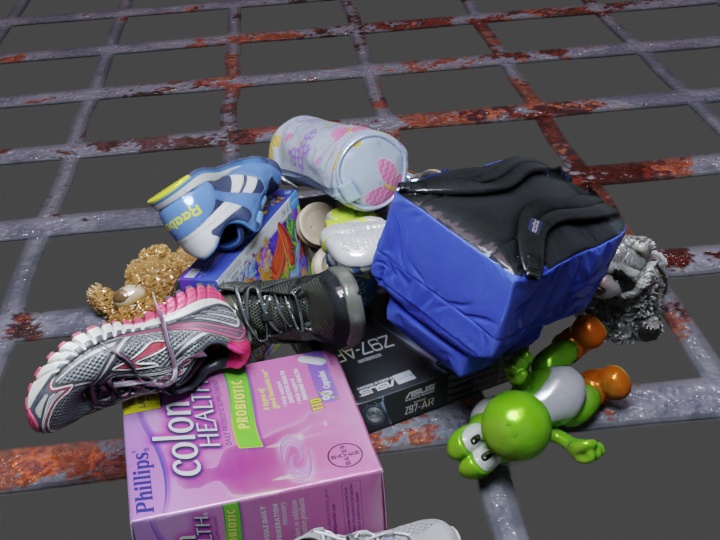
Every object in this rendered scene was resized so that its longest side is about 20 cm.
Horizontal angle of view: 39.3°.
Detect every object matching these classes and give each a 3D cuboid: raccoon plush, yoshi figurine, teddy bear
[{"bbox_3d":[0.284,-0.015,1.089,0.097,0.134,0.200,5,32,17],"label":"raccoon plush"},{"bbox_3d":[0.168,0.121,0.909,0.200,0.112,0.112,-31,47,-33],"label":"yoshi figurine"},{"bbox_3d":[-0.239,0.016,1.161,0.145,0.067,0.200,9,33,23],"label":"teddy bear"}]

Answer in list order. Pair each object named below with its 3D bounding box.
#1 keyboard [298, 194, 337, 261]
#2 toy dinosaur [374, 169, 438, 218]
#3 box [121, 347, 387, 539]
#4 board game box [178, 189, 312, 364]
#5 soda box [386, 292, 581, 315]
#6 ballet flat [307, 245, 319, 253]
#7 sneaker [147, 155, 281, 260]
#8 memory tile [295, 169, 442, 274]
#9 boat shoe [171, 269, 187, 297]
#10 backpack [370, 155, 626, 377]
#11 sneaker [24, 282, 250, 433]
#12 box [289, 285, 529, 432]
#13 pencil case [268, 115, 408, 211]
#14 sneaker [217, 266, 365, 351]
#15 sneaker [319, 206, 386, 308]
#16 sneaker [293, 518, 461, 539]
[{"bbox_3d":[-0.070,-0.040,1.228,0.200,0.021,0.127,-7,49,28],"label":"keyboard"},{"bbox_3d":[0.103,-0.065,1.125,0.181,0.105,0.200,33,23,20],"label":"toy dinosaur"},{"bbox_3d":[-0.095,0.168,0.863,0.200,0.097,0.176,-10,32,-10],"label":"box"},{"bbox_3d":[-0.113,0.017,1.077,0.045,0.135,0.200,2,31,21],"label":"board game box"},{"bbox_3d":[0.127,0.007,1.042,0.200,0.064,0.068,-3,36,-3],"label":"soda box"},{"bbox_3d":[0.029,-0.055,1.245,0.200,0.070,0.067,-17,70,20],"label":"ballet flat"},{"bbox_3d":[-0.135,-0.063,1.023,0.074,0.082,0.200,-32,0,29],"label":"sneaker"},{"bbox_3d":[0.036,-0.026,1.140,0.200,0.154,0.017,-18,-4,-21],"label":"memory tile"},{"bbox_3d":[-0.197,0.077,1.030,0.066,0.075,0.200,-5,53,3],"label":"boat shoe"},{"bbox_3d":[0.124,-0.011,0.914,0.200,0.168,0.162,-25,56,-41],"label":"backpack"},{"bbox_3d":[-0.187,0.080,0.854,0.200,0.081,0.075,-28,61,-26],"label":"sneaker"},{"bbox_3d":[0.046,0.076,1.040,0.200,0.044,0.160,-16,38,-20],"label":"box"},{"bbox_3d":[-0.029,-0.119,1.094,0.091,0.083,0.200,-26,23,-21],"label":"pencil case"},{"bbox_3d":[-0.069,0.041,0.920,0.114,0.076,0.199,-13,5,-23],"label":"sneaker"},{"bbox_3d":[0.000,0.000,1.001,0.076,0.105,0.200,-2,13,1],"label":"sneaker"},{"bbox_3d":[-0.011,0.230,0.763,0.200,0.082,0.075,-17,33,-21],"label":"sneaker"}]
